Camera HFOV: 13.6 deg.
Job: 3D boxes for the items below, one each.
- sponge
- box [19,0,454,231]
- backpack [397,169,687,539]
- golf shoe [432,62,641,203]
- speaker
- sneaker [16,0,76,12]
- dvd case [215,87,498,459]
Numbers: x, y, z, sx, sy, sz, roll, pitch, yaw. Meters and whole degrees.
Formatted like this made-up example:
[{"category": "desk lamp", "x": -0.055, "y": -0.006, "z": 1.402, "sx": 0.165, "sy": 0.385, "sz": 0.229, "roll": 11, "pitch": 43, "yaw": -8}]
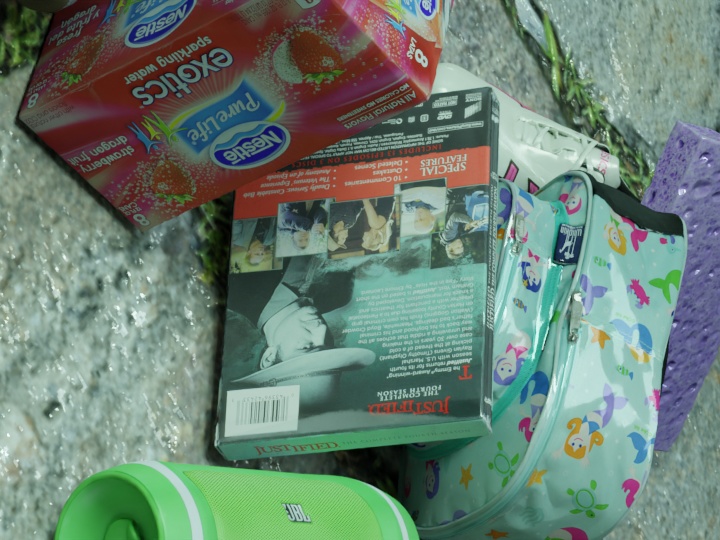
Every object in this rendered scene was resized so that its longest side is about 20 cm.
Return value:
[{"category": "sponge", "x": 0.191, "y": 0.013, "z": 1.830, "sx": 0.111, "sy": 0.030, "sz": 0.201, "roll": 10, "pitch": 108, "yaw": -49}, {"category": "box", "x": -0.061, "y": -0.112, "z": 1.511, "sx": 0.100, "sy": 0.199, "sz": 0.096, "roll": 44, "pitch": 40, "yaw": -31}, {"category": "backpack", "x": 0.086, "y": 0.057, "z": 1.647, "sx": 0.150, "sy": 0.177, "sz": 0.201, "roll": 18, "pitch": 63, "yaw": -28}, {"category": "golf shoe", "x": 0.111, "y": -0.067, "z": 1.818, "sx": 0.200, "sy": 0.092, "sz": 0.073, "roll": 39, "pitch": 44, "yaw": -33}, {"category": "speaker", "x": -0.058, "y": 0.140, "z": 1.486, "sx": 0.200, "sy": 0.088, "sz": 0.089, "roll": 10, "pitch": 65, "yaw": -51}, {"category": "sneaker", "x": -0.169, "y": -0.235, "z": 1.544, "sx": 0.112, "sy": 0.071, "sz": 0.201, "roll": -27, "pitch": 92, "yaw": -52}, {"category": "dvd case", "x": 0.000, "y": 0.000, "z": 1.579, "sx": 0.022, "sy": 0.145, "sz": 0.201, "roll": 61, "pitch": 27, "yaw": -54}]
